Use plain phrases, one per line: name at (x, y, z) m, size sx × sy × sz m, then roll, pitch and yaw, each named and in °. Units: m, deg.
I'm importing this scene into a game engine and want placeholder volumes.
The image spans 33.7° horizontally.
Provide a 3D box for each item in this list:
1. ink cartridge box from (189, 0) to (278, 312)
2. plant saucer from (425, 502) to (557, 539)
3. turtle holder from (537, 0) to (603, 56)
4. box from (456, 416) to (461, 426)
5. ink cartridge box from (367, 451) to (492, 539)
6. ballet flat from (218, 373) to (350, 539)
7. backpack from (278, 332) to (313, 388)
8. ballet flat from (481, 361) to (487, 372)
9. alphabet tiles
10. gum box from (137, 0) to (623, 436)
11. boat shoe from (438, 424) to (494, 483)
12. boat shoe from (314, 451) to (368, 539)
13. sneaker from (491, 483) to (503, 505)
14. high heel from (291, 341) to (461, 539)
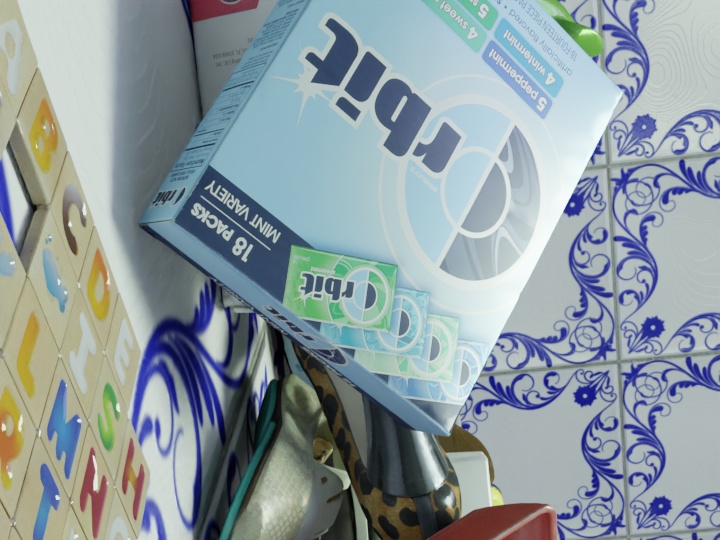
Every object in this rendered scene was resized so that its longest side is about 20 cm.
ink cartridge box at (-0.009, -0.084, 0.657) m, size 0.084 × 0.144 × 0.204 m, roll -9°, pitch 94°, yaw -58°
plant saucer at (0.013, 0.217, 0.599) m, size 0.037 × 0.198 × 0.202 m, roll 45°, pitch -25°, yaw 43°
turtle holder at (0.064, -0.137, 0.774) m, size 0.186 × 0.141 × 0.132 m, roll 47°, pitch 1°, yaw -44°
box at (0.047, 0.221, 1.170) m, size 0.199 × 0.121 × 0.203 m, roll 74°, pitch 11°, yaw -56°
ink cartridge box at (0.028, 0.212, 0.835) m, size 0.200 × 0.084 × 0.149 m, roll 139°, pitch -52°, yaw -69°
ballet flat at (-0.033, 0.108, 0.647) m, size 0.200 × 0.061 × 0.068 m, roll -79°, pitch -170°, yaw -72°
backpack at (0.000, 0.000, 0.853) m, size 0.163 × 0.151 × 0.204 m, roll -6°, pitch 105°, yaw -69°
ballet flat at (0.027, -0.029, 0.733) m, size 0.201 × 0.068 × 0.068 m, roll 51°, pitch -29°, yaw 12°
alphabet tiles at (-0.099, 0.038, 0.372) m, size 0.169 × 0.007 × 0.202 m, roll -90°, pitch 172°, yaw -49°
gum box at (0.019, -0.055, 0.556) m, size 0.044 × 0.169 × 0.202 m, roll 1°, pitch -124°, yaw 59°
boat shoe at (0.025, 0.142, 1.000) m, size 0.199 × 0.064 × 0.072 m, roll 36°, pitch 32°, yaw -24°
boat shoe at (-0.022, 0.208, 0.736) m, size 0.072 × 0.059 × 0.205 m, roll 103°, pitch -17°, yaw -72°
sneaker at (0.067, 0.268, 0.973) m, size 0.078 × 0.202 × 0.090 m, roll 37°, pitch -9°, yaw -33°
high heel at (0.009, 0.092, 0.679) m, size 0.200 × 0.070 × 0.145 m, roll -172°, pitch -111°, yaw -83°
